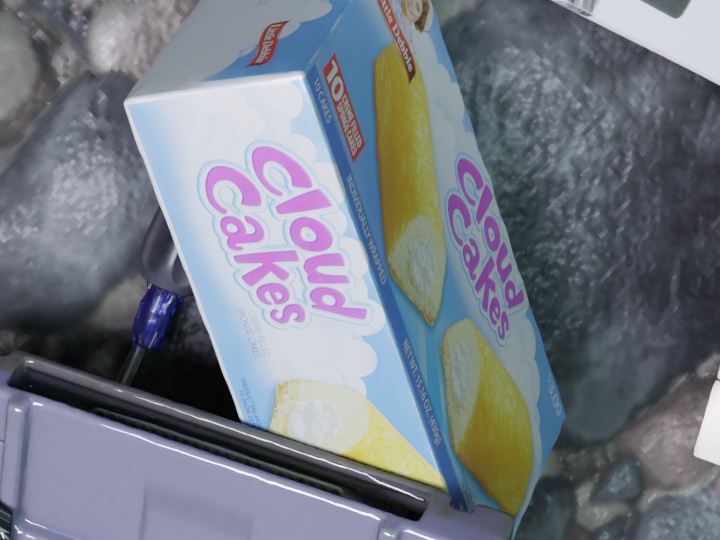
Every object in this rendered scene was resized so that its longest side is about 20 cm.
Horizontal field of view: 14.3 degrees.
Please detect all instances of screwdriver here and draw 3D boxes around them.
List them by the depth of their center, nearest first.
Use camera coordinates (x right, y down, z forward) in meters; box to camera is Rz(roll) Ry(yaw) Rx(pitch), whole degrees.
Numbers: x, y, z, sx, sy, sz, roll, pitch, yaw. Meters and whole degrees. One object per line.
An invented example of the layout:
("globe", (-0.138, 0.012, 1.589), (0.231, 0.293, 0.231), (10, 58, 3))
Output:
("screwdriver", (-0.081, 0.041, 1.002), (0.029, 0.028, 0.201), (3, 114, -51))

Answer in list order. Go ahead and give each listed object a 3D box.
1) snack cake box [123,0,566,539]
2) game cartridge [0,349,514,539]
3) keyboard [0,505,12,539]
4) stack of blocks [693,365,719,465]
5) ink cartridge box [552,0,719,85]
("snack cake box", (0.000, 0.000, 0.957), (0.067, 0.115, 0.201), (-7, 118, 25))
("game cartridge", (-0.055, 0.107, 0.956), (0.199, 0.038, 0.130), (17, 121, 11))
("keyboard", (-0.222, 0.085, 0.943), (0.199, 0.021, 0.127), (31, 105, -10))
("stack of blocks", (0.184, -0.029, 1.015), (0.058, 0.115, 0.201), (19, 105, 17))
("ink cartridge box", (0.069, -0.125, 0.943), (0.199, 0.116, 0.068), (24, 100, -27))
